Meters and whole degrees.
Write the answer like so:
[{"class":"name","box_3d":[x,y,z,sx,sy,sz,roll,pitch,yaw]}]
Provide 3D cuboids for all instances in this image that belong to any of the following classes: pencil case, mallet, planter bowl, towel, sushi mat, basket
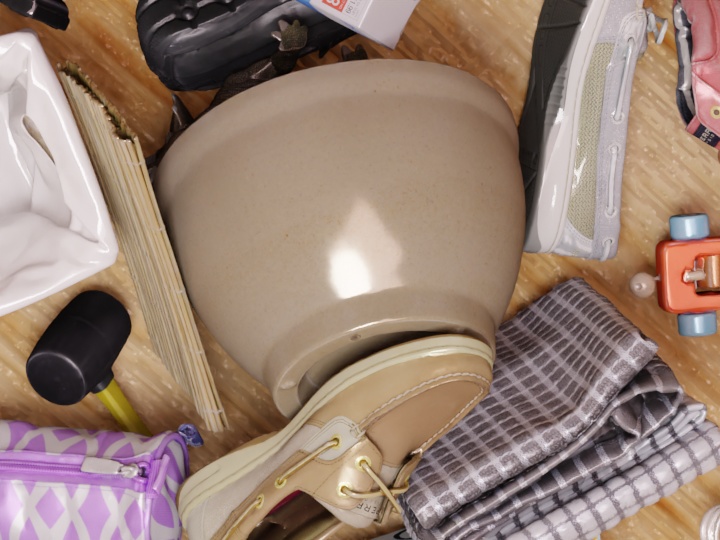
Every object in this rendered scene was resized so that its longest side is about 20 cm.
[{"class":"pencil case","box_3d":[-0.188,0.119,1.556,0.199,0.086,0.084,2,71,11]},{"class":"mallet","box_3d":[-0.112,0.097,1.621,0.041,0.066,0.200,-19,122,34]},{"class":"planter bowl","box_3d":[0.000,0.000,1.520,0.200,0.200,0.135,-9,60,-8]},{"class":"towel","box_3d":[0.088,0.084,1.565,0.165,0.200,0.086,-30,106,-4]},{"class":"sushi mat","box_3d":[-0.115,-0.012,1.536,0.012,0.096,0.200,-25,127,-13]},{"class":"basket","box_3d":[-0.244,-0.036,1.534,0.200,0.123,0.136,-22,100,-7]}]

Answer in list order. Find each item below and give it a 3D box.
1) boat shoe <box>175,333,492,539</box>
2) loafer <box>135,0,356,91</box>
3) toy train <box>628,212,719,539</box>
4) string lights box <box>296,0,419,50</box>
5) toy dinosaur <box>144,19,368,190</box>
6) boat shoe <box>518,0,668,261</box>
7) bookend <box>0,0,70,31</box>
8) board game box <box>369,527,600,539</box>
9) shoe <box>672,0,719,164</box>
[{"class":"boat shoe","box_3d":[-0.007,0.103,1.485,0.200,0.067,0.074,-36,143,27]},{"class":"loafer","box_3d":[-0.025,-0.153,1.586,0.200,0.070,0.068,-21,57,-2]},{"class":"toy train","box_3d":[0.232,0.060,1.664,0.150,0.056,0.201,-9,96,-7]},{"class":"string lights box","box_3d":[-0.047,-0.208,1.527,0.200,0.059,0.103,29,92,22]},{"class":"toy dinosaur","box_3d":[-0.029,-0.083,1.579,0.200,0.102,0.077,-3,73,-28]},{"class":"boat shoe","box_3d":[0.133,-0.105,1.616,0.065,0.074,0.202,9,100,-16]},{"class":"bookend","box_3d":[-0.206,-0.259,1.500,0.198,0.092,0.200,26,93,5]},{"class":"board game box","box_3d":[0.030,0.207,1.586,0.200,0.103,0.105,-16,103,-30]},{"class":"shoe","box_3d":[0.228,-0.068,1.616,0.091,0.071,0.201,-5,74,-5]}]
